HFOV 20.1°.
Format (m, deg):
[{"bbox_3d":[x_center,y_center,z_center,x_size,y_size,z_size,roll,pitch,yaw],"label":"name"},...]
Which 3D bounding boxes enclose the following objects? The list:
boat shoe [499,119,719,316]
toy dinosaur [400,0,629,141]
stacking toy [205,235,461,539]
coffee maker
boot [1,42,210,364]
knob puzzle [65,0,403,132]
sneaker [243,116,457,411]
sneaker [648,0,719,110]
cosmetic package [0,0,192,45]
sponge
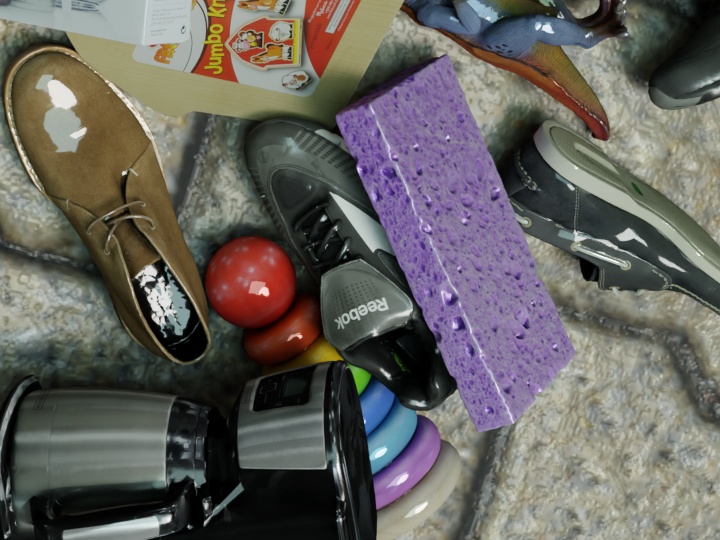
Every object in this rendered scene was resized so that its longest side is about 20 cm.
[{"bbox_3d":[0.167,-0.018,1.264,0.200,0.072,0.068,30,112,-26],"label":"boat shoe"},{"bbox_3d":[0.061,-0.145,1.175,0.180,0.105,0.201,-3,118,0],"label":"toy dinosaur"},{"bbox_3d":[-0.025,0.064,1.212,0.085,0.085,0.200,-37,107,-6],"label":"stacking toy"},{"bbox_3d":[-0.092,0.144,1.153,0.199,0.135,0.193,-3,136,7],"label":"coffee maker"},{"bbox_3d":[-0.134,-0.036,1.139,0.073,0.075,0.201,-29,112,-8],"label":"boot"},{"bbox_3d":[-0.078,-0.160,1.102,0.218,0.031,0.220,-4,142,-3],"label":"knob puzzle"},{"bbox_3d":[0.000,0.000,1.167,0.066,0.091,0.200,-30,106,22],"label":"sneaker"},{"bbox_3d":[0.248,-0.171,1.250,0.200,0.075,0.079,-36,101,-14],"label":"sneaker"},{"bbox_3d":[-0.175,-0.204,1.021,0.199,0.052,0.152,12,103,23],"label":"cosmetic package"},{"bbox_3d":[0.058,-0.018,1.175,0.030,0.112,0.201,-19,99,31],"label":"sponge"}]
